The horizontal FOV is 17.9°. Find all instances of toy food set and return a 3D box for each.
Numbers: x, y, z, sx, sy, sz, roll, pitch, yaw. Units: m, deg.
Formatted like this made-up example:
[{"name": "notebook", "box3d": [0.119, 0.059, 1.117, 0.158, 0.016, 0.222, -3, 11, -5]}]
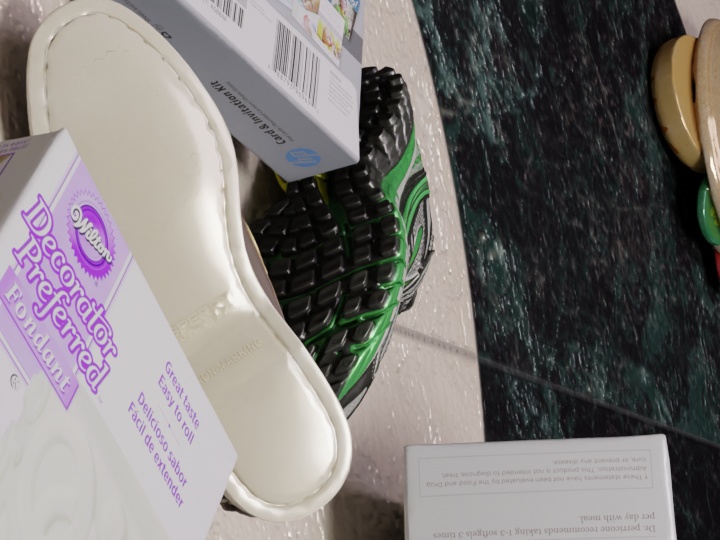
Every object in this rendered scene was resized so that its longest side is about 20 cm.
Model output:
[{"name": "toy food set", "box3d": [0.269, -0.085, 1.676, 0.200, 0.049, 0.198, -41, 118, -65]}]

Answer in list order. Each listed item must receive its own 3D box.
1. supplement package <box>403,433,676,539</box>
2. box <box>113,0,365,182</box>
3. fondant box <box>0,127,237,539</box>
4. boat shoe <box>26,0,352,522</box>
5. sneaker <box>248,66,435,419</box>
[{"name": "supplement package", "box3d": [0.079, 0.183, 0.987, 0.117, 0.117, 0.200, 84, 4, -70]}, {"name": "box", "box3d": [-0.051, -0.160, 0.946, 0.156, 0.041, 0.200, 40, 45, -47]}, {"name": "fondant box", "box3d": [-0.113, 0.072, 0.696, 0.200, 0.058, 0.144, -72, 144, -51]}, {"name": "boat shoe", "box3d": [-0.068, -0.002, 0.831, 0.200, 0.072, 0.060, 63, -16, -8]}, {"name": "sneaker", "box3d": [0.000, 0.000, 0.968, 0.200, 0.078, 0.085, -74, 146, -48]}]
